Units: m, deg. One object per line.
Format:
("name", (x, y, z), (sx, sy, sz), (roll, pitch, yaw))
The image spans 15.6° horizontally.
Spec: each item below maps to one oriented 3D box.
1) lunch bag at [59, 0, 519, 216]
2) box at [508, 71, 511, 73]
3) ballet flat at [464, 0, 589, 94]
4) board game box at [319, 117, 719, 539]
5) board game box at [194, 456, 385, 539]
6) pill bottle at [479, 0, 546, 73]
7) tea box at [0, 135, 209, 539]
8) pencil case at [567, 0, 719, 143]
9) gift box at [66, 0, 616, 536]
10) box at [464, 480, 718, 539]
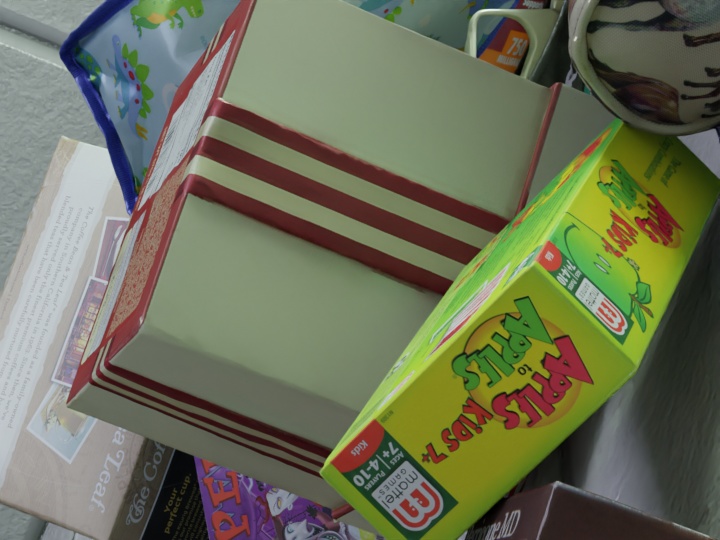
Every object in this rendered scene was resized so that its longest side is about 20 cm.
("lunch bag", (-0.021, -0.122, 1.289), (0.170, 0.128, 0.200), (-20, -6, -45))
("box", (0.035, 0.007, 1.338), (0.200, 0.049, 0.160), (130, 161, -65))
("ballet flat", (0.091, -0.122, 1.225), (0.068, 0.068, 0.201), (172, 119, -81))
("board game box", (0.060, 0.016, 0.896), (0.102, 0.048, 0.200), (-45, 2, 24))
("board game box", (-0.036, 0.057, 1.247), (0.120, 0.032, 0.201), (-22, 76, 46))
("pill bottle", (0.069, -0.205, 1.409), (0.113, 0.113, 0.201), (-100, 32, -74))
("tea box", (-0.098, 0.058, 1.454), (0.197, 0.133, 0.201), (30, -102, -56))
("pencil case", (0.122, -0.122, 0.992), (0.200, 0.089, 0.078), (-83, -3, -62))
("gift box", (0.000, 0.000, 1.097), (0.200, 0.186, 0.185), (145, 145, -73))
("box", (0.046, 0.171, 0.794), (0.100, 0.075, 0.201), (140, 151, -74))
